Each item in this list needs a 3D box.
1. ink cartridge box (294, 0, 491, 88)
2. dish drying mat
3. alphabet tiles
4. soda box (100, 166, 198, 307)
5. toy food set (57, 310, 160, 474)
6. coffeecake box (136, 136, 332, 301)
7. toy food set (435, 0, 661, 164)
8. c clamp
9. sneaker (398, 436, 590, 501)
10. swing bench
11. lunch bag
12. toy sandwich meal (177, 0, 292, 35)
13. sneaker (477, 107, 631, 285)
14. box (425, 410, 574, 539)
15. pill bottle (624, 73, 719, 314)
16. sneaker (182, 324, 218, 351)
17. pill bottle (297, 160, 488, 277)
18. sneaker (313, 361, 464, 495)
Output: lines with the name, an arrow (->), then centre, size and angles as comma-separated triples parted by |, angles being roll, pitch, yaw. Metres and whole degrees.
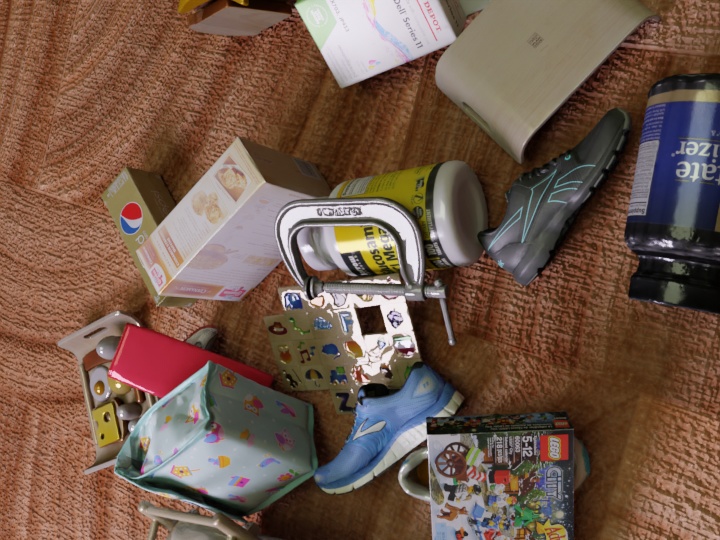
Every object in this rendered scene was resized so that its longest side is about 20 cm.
ink cartridge box -> 0.041, -0.300, 0.885 | 0.199, 0.068, 0.117 | -16, 122, 30
dish drying mat -> -0.215, 0.135, 1.001 | 0.199, 0.018, 0.077 | 21, 87, -6
alphabet tiles -> -0.021, 0.092, 0.921 | 0.199, 0.008, 0.169 | -7, 106, 31
soda box -> -0.282, -0.047, 1.094 | 0.064, 0.068, 0.201 | -41, 67, 22
toy food set -> -0.363, 0.175, 1.121 | 0.143, 0.060, 0.202 | -24, 73, 27
coffeecake box -> -0.148, -0.054, 0.962 | 0.200, 0.153, 0.073 | -43, 66, 21
toy food set -> 0.192, -0.232, 0.833 | 0.200, 0.060, 0.144 | -46, 64, 11
c clamp -> 0.000, 0.000, 0.835 | 0.198, 0.027, 0.172 | 7, 124, 23
sneaker -> 0.136, 0.210, 0.810 | 0.199, 0.081, 0.077 | -15, 77, 28
swing bench -> -0.137, 0.347, 0.879 | 0.198, 0.199, 0.131 | -13, 59, 50
lunch bag -> -0.176, 0.222, 0.940 | 0.200, 0.170, 0.123 | -40, 38, 26
toy sandwich meal -> -0.136, -0.339, 0.969 | 0.204, 0.205, 0.071 | 3, 101, 31
sneaker -> 0.195, -0.083, 0.794 | 0.079, 0.075, 0.201 | 37, 105, 16
box -> 0.136, 0.237, 0.762 | 0.135, 0.038, 0.202 | -3, 107, 5
pill bottle -> 0.303, -0.066, 0.712 | 0.111, 0.112, 0.202 | 10, 91, 31
sneaker -> -0.218, 0.172, 1.045 | 0.081, 0.078, 0.202 | 13, 89, 5
pill bottle -> 0.032, -0.052, 0.876 | 0.199, 0.112, 0.114 | -7, 82, 31
sneaker -> 0.019, 0.174, 0.880 | 0.200, 0.078, 0.089 | -42, 79, 16
